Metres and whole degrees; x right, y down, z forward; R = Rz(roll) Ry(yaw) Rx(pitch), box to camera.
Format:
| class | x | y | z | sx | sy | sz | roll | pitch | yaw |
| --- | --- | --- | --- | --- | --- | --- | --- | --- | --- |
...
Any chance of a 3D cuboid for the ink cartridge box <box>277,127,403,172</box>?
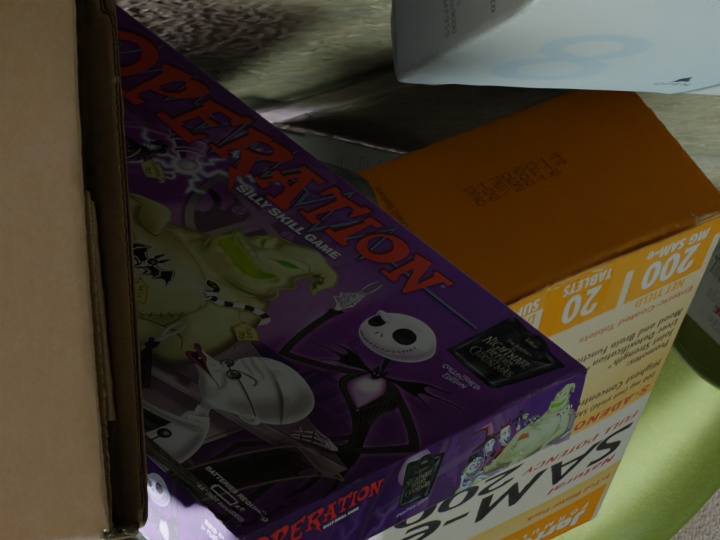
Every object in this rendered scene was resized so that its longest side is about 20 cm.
| class | x | y | z | sx | sy | sz | roll | pitch | yaw |
| --- | --- | --- | --- | --- | --- | --- | --- | --- | --- |
| ink cartridge box | 0.000 | 0.000 | 0.929 | 0.037 | 0.095 | 0.200 | 10 | -179 | 33 |

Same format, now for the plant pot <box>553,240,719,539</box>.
| class | x | y | z | sx | sy | sz | roll | pitch | yaw |
| --- | --- | --- | --- | --- | --- | --- | --- | --- | --- |
| plant pot | 0.123 | 0.053 | 1.167 | 0.186 | 0.188 | 0.200 | 2 | 156 | -31 |

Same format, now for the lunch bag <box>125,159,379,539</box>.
| class | x | y | z | sx | sy | sz | roll | pitch | yaw |
| --- | --- | --- | --- | --- | --- | --- | --- | --- | --- |
| lunch bag | -0.106 | 0.017 | 0.760 | 0.167 | 0.140 | 0.200 | 5 | -175 | -26 |

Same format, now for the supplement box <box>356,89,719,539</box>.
| class | x | y | z | sx | sy | sz | roll | pitch | yaw |
| --- | --- | --- | --- | --- | --- | --- | --- | --- | --- |
| supplement box | 0.044 | 0.036 | 0.869 | 0.126 | 0.074 | 0.200 | -22 | 150 | -25 |

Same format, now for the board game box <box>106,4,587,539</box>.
| class | x | y | z | sx | sy | sz | roll | pitch | yaw |
| --- | --- | --- | --- | --- | --- | --- | --- | --- | --- |
| board game box | -0.052 | -0.001 | 0.621 | 0.120 | 0.032 | 0.200 | -19 | -135 | -41 |

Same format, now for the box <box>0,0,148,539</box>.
| class | x | y | z | sx | sy | sz | roll | pitch | yaw |
| --- | --- | --- | --- | --- | --- | --- | --- | --- | --- |
| box | -0.144 | -0.010 | 0.585 | 0.199 | 0.165 | 0.021 | -7 | 174 | 28 |

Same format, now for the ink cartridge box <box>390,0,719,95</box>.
| class | x | y | z | sx | sy | sz | roll | pitch | yaw |
| --- | --- | --- | --- | --- | --- | --- | --- | --- | --- |
| ink cartridge box | 0.120 | -0.084 | 0.583 | 0.159 | 0.048 | 0.200 | 1 | 173 | -25 |
